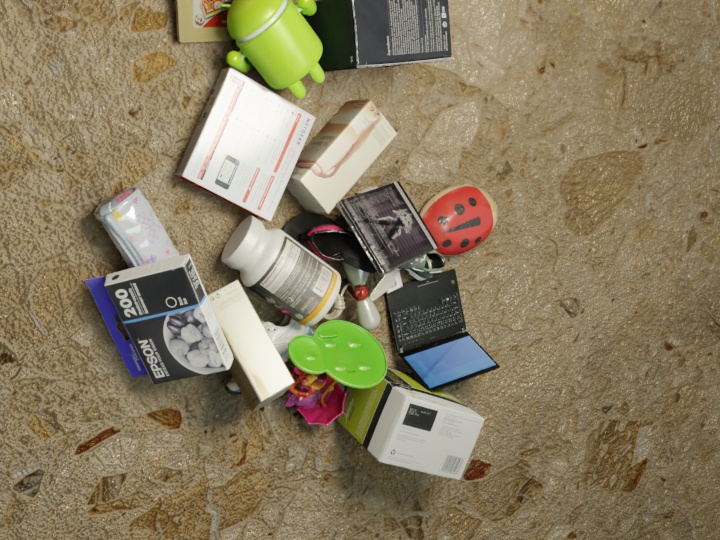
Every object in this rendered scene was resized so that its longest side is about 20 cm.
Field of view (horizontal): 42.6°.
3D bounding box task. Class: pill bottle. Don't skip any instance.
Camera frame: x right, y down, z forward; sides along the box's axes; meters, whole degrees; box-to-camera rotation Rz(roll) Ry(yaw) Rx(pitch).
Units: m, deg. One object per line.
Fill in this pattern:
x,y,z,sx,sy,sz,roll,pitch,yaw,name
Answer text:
-0.139,0.000,1.624,0.199,0.116,0.118,36,80,-21,pill bottle

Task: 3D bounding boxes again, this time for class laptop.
0.161,0.114,1.821,0.174,0.103,0.204,-14,95,-30,laptop

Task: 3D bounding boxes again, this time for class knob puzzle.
-0.226,-0.485,1.525,0.216,0.030,0.224,-16,120,-30,knob puzzle

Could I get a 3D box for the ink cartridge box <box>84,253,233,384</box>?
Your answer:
-0.330,0.088,1.494,0.196,0.044,0.201,-12,116,16,ink cartridge box

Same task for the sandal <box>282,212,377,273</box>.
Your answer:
-0.049,-0.050,1.656,0.196,0.045,0.077,19,102,8,sandal

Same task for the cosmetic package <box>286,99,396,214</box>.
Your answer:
-0.041,-0.206,1.660,0.087,0.103,0.201,47,73,-26,cosmetic package

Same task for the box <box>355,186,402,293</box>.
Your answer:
0.036,-0.059,1.770,0.041,0.038,0.204,-21,109,-26,box

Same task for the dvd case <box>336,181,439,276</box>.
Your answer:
0.053,-0.080,1.680,0.199,0.016,0.150,-24,80,-52,dvd case

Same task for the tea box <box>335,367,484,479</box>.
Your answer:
0.091,0.283,1.769,0.197,0.196,0.136,20,96,-31,tea box

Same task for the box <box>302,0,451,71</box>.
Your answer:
0.023,-0.413,1.603,0.193,0.199,0.127,-14,105,-28,box

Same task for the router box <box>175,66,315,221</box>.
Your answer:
-0.196,-0.213,1.586,0.177,0.049,0.203,27,85,-27,router box

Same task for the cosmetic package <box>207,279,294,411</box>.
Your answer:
-0.197,0.130,1.576,0.070,0.105,0.202,-27,80,-22,cosmetic package

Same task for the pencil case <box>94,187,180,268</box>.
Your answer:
-0.353,-0.035,1.510,0.091,0.082,0.203,-51,123,-45,pencil case

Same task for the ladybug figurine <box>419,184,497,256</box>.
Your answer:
0.198,-0.097,1.843,0.197,0.072,0.138,-23,110,-26,ladybug figurine

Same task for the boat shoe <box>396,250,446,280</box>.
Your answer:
0.101,-0.033,1.758,0.199,0.061,0.074,29,50,-56,boat shoe

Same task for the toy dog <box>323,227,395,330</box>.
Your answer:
0.000,0.000,1.730,0.096,0.129,0.205,-28,127,-70,toy dog

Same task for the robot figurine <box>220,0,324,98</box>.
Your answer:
-0.140,-0.385,1.530,0.174,0.116,0.200,-37,121,8,robot figurine

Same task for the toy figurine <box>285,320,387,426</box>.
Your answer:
-0.074,0.209,1.681,0.197,0.152,0.185,1,136,-34,toy figurine

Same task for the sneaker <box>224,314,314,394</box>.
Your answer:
-0.175,0.142,1.667,0.199,0.074,0.088,-40,111,-28,sneaker
